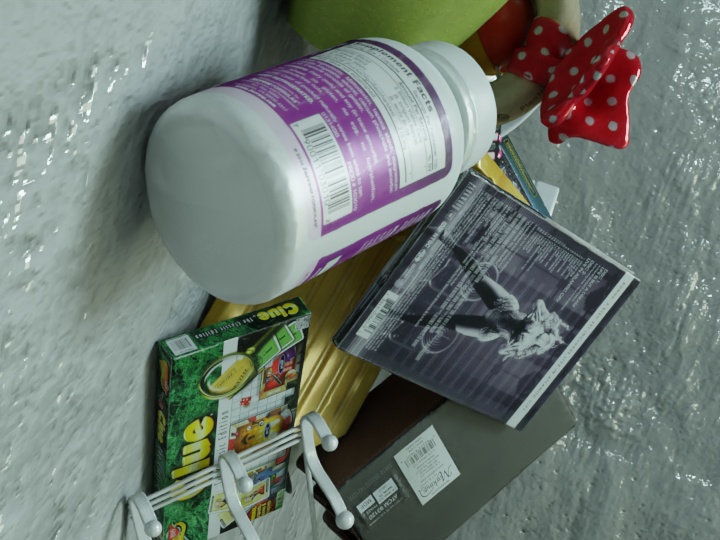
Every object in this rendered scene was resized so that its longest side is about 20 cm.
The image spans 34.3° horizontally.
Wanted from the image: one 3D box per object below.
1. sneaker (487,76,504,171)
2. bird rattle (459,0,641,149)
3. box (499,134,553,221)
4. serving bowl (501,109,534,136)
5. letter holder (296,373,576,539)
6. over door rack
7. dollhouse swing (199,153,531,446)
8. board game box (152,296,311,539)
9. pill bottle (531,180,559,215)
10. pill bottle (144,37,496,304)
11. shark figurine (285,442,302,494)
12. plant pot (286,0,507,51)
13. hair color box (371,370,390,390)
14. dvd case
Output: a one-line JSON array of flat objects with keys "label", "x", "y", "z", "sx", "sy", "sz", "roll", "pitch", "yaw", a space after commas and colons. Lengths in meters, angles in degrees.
[{"label": "sneaker", "x": 0.087, "y": -0.103, "z": 0.947, "sx": 0.074, "sy": 0.087, "sz": 0.200, "roll": 3, "pitch": -127, "yaw": 56}, {"label": "bird rattle", "x": 0.095, "y": -0.149, "z": 0.800, "sx": 0.112, "sy": 0.200, "sz": 0.164, "roll": 15, "pitch": 62, "yaw": -41}, {"label": "box", "x": 0.137, "y": -0.011, "z": 1.047, "sx": 0.038, "sy": 0.201, "sz": 0.136, "roll": -26, "pitch": -176, "yaw": 36}, {"label": "serving bowl", "x": 0.077, "y": -0.200, "z": 1.002, "sx": 0.066, "sy": 0.199, "sz": 0.201, "roll": -119, "pitch": -146, "yaw": -50}, {"label": "letter holder", "x": 0.047, "y": 0.130, "z": 0.954, "sx": 0.200, "sy": 0.101, "sz": 0.142, "roll": -38, "pitch": -156, "yaw": -15}, {"label": "over door rack", "x": -0.082, "y": 0.204, "z": 0.832, "sx": 0.147, "sy": 0.067, "sz": 0.201, "roll": -22, "pitch": 139, "yaw": -25}, {"label": "dollhouse swing", "x": 0.017, "y": 0.026, "z": 0.832, "sx": 0.200, "sy": 0.181, "sz": 0.177, "roll": 44, "pitch": 56, "yaw": -43}, {"label": "board game box", "x": -0.092, "y": 0.112, "z": 0.805, "sx": 0.104, "sy": 0.023, "sz": 0.201, "roll": -16, "pitch": 136, "yaw": -28}, {"label": "pill bottle", "x": 0.091, "y": -0.072, "z": 1.168, "sx": 0.111, "sy": 0.199, "sz": 0.112, "roll": 17, "pitch": 90, "yaw": -83}, {"label": "pill bottle", "x": -0.013, "y": -0.066, "z": 0.652, "sx": 0.200, "sy": 0.112, "sz": 0.113, "roll": -28, "pitch": 140, "yaw": -44}, {"label": "shark figurine", "x": -0.056, "y": 0.147, "z": 1.068, "sx": 0.215, "sy": 0.089, "sz": 0.129, "roll": 69, "pitch": 38, "yaw": -79}, {"label": "plant pot", "x": 0.041, "y": -0.224, "z": 0.743, "sx": 0.201, "sy": 0.187, "sz": 0.187, "roll": -59, "pitch": 176, "yaw": 19}, {"label": "hair color box", "x": -0.012, "y": 0.119, "z": 1.229, "sx": 0.201, "sy": 0.101, "sz": 0.061, "roll": 98, "pitch": 13, "yaw": -49}, {"label": "dvd case", "x": 0.094, "y": 0.026, "z": 0.827, "sx": 0.149, "sy": 0.200, "sz": 0.016, "roll": -54, "pitch": -142, "yaw": 12}]
